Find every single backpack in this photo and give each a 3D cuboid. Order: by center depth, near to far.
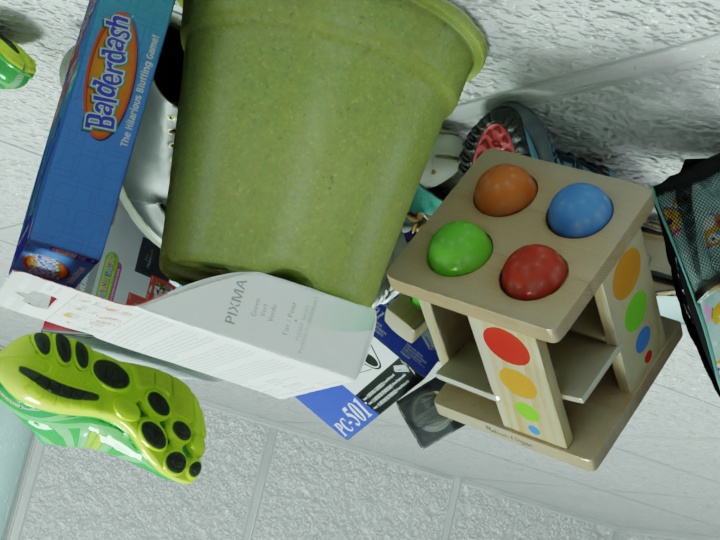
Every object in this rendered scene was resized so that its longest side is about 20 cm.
[{"bbox_3d":[0.290,0.026,0.982,0.153,0.201,0.176,-20,151,30],"label":"backpack"}]

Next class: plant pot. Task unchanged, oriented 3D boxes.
[{"bbox_3d":[-0.038,-0.070,0.939,0.200,0.185,0.200,12,168,3],"label":"plant pot"}]

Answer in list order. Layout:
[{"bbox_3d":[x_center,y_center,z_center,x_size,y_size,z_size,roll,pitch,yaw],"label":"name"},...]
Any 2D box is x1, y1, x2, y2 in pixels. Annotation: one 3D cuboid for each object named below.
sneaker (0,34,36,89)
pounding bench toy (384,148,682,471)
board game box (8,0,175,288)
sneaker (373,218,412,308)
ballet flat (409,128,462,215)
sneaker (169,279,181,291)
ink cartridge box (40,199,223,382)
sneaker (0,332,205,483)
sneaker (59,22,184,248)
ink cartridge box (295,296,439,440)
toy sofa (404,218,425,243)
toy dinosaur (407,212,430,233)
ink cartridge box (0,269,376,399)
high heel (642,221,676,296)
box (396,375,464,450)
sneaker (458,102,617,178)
[{"bbox_3d":[-0.324,-0.145,1.147,0.200,0.084,0.074,6,165,30],"label":"sneaker"},{"bbox_3d":[0.084,0.008,0.999,0.200,0.124,0.156,18,146,35],"label":"pounding bench toy"},{"bbox_3d":[-0.159,-0.095,0.923,0.045,0.201,0.152,17,166,-14],"label":"board game box"},{"bbox_3d":[0.000,0.000,1.103,0.081,0.200,0.075,40,123,-22],"label":"sneaker"},{"bbox_3d":[0.061,-0.073,1.137,0.070,0.068,0.200,-27,145,33],"label":"ballet flat"},{"bbox_3d":[-0.068,-0.021,1.077,0.075,0.200,0.087,0,-150,-48],"label":"sneaker"},{"bbox_3d":[-0.171,-0.032,1.211,0.084,0.201,0.175,1,162,40],"label":"ink cartridge box"},{"bbox_3d":[-0.198,0.103,1.168,0.083,0.074,0.200,-12,144,44],"label":"sneaker"},{"bbox_3d":[-0.125,-0.082,1.085,0.106,0.075,0.200,-7,126,50],"label":"sneaker"},{"bbox_3d":[-0.004,0.075,1.291,0.094,0.044,0.200,40,153,-2],"label":"ink cartridge box"},{"bbox_3d":[-0.035,-0.049,1.238,0.083,0.098,0.200,3,163,41],"label":"toy sofa"},{"bbox_3d":[0.082,-0.030,1.236,0.060,0.106,0.200,-3,154,34],"label":"toy dinosaur"},{"bbox_3d":[-0.109,0.023,0.903,0.200,0.050,0.161,21,166,-15],"label":"ink cartridge box"},{"bbox_3d":[0.219,-0.009,1.179,0.200,0.072,0.142,2,-177,-35],"label":"high heel"},{"bbox_3d":[0.108,0.085,1.252,0.161,0.049,0.200,-29,174,-1],"label":"box"},{"bbox_3d":[0.137,-0.054,1.092,0.079,0.096,0.200,24,152,41],"label":"sneaker"}]
